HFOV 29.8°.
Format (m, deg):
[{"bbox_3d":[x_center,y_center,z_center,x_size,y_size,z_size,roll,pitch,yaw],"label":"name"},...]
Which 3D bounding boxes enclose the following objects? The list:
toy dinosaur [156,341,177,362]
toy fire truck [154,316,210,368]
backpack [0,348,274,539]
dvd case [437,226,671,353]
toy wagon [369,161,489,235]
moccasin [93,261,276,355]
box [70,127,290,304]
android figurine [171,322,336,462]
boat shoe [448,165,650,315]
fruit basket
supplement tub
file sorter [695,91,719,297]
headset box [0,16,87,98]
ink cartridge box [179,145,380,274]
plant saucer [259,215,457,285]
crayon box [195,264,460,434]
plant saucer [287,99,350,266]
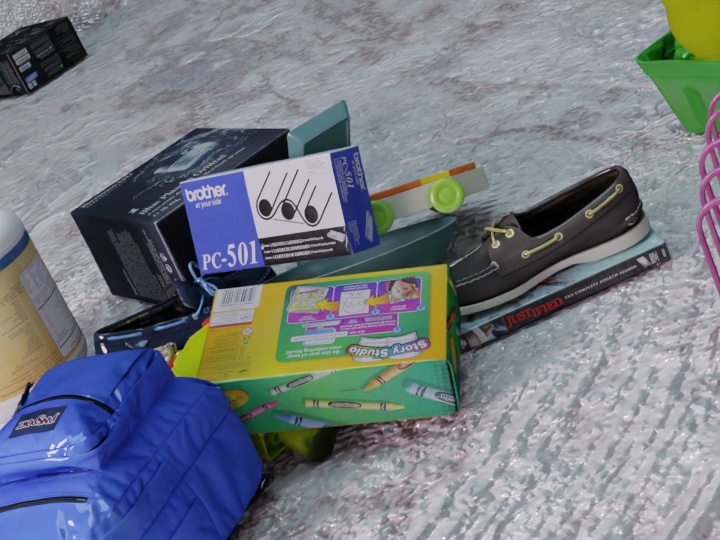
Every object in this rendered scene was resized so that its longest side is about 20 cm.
[{"bbox_3d":[-0.236,0.122,1.121,0.199,0.048,0.088,-21,22,-11],"label":"toy dinosaur"},{"bbox_3d":[-0.183,0.100,1.244,0.141,0.049,0.200,5,38,48],"label":"toy fire truck"},{"bbox_3d":[-0.192,0.168,0.972,0.162,0.168,0.200,-18,27,31],"label":"backpack"},{"bbox_3d":[0.153,-0.002,1.173,0.199,0.022,0.146,-25,24,2],"label":"dvd case"},{"bbox_3d":[0.025,-0.058,1.307,0.199,0.040,0.155,-17,2,1],"label":"toy wagon"},{"bbox_3d":[-0.168,0.041,1.326,0.200,0.068,0.080,-34,25,-25],"label":"moccasin"},{"bbox_3d":[-0.179,-0.061,1.494,0.196,0.118,0.200,-38,26,-29],"label":"box"},{"bbox_3d":[-0.076,0.091,1.127,0.199,0.041,0.182,21,49,40],"label":"android figurine"},{"bbox_3d":[0.139,-0.024,1.130,0.200,0.061,0.072,-24,24,2],"label":"boat shoe"},{"bbox_3d":[0.349,-0.226,1.231,0.155,0.216,0.215,-37,27,-26],"label":"fruit basket"},{"bbox_3d":[-0.353,0.057,1.307,0.144,0.201,0.145,-19,24,9],"label":"supplement tub"},{"bbox_3d":[0.325,-0.056,0.992,0.138,0.126,0.200,-14,26,23],"label":"file sorter"},{"bbox_3d":[-0.695,-0.432,2.778,0.199,0.093,0.174,0,34,44],"label":"headset box"},{"bbox_3d":[-0.078,-0.054,1.261,0.199,0.095,0.044,-6,9,41],"label":"ink cartridge box"},{"bbox_3d":[0.000,0.000,1.244,0.199,0.036,0.200,-20,6,2],"label":"plant saucer"},{"bbox_3d":[-0.023,0.062,1.066,0.199,0.058,0.119,-6,37,9],"label":"crayon box"},{"bbox_3d":[-0.035,-0.077,1.328,0.070,0.200,0.019,-34,60,-23],"label":"plant saucer"}]
